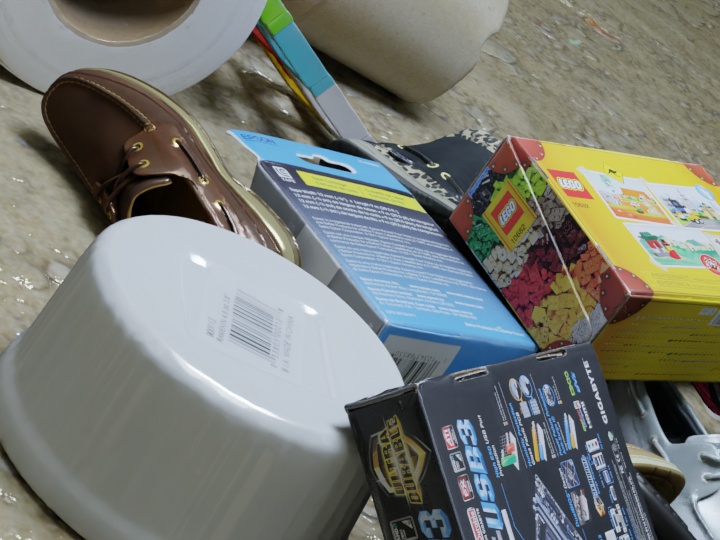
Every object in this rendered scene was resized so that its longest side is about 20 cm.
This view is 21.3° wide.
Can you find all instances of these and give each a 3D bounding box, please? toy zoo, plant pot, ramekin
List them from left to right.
[{"bbox_3d":[-0.072,0.061,0.946,0.200,0.098,0.201,29,23,-13],"label":"ramekin"},{"bbox_3d":[-0.053,-0.162,1.418,0.200,0.020,0.131,55,-3,-35],"label":"toy zoo"},{"bbox_3d":[0.016,-0.242,1.597,0.183,0.200,0.201,36,20,-24],"label":"plant pot"}]

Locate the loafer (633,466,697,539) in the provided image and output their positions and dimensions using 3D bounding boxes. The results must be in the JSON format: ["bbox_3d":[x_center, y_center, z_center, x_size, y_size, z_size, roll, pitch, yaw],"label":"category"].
[{"bbox_3d":[0.180,0.193,1.074,0.200,0.071,0.073,49,3,-1],"label":"loafer"}]

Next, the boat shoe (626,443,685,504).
[{"bbox_3d":[0.112,0.114,1.122,0.200,0.074,0.066,11,37,-43],"label":"boat shoe"}]

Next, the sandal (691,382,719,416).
[{"bbox_3d":[0.260,0.071,1.352,0.200,0.045,0.075,39,37,13],"label":"sandal"}]

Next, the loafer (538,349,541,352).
[{"bbox_3d":[0.196,0.034,1.404,0.200,0.070,0.070,11,40,-42],"label":"loafer"}]

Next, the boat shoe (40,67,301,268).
[{"bbox_3d":[-0.122,-0.052,1.142,0.200,0.072,0.068,44,22,17],"label":"boat shoe"}]

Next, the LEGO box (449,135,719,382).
[{"bbox_3d":[0.182,-0.005,1.262,0.200,0.077,0.149,5,41,-41],"label":"LEGO box"}]

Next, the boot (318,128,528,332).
[{"bbox_3d":[0.085,-0.034,1.359,0.204,0.074,0.154,42,34,28],"label":"boot"}]

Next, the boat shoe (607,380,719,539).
[{"bbox_3d":[0.209,0.131,1.221,0.070,0.072,0.201,17,28,-36],"label":"boat shoe"}]

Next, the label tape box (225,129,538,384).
[{"bbox_3d":[0.000,0.000,1.215,0.143,0.066,0.200,11,30,-45],"label":"label tape box"}]

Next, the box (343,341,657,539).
[{"bbox_3d":[0.086,0.143,0.939,0.198,0.050,0.200,-9,79,-58],"label":"box"}]

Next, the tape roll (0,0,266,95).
[{"bbox_3d":[-0.169,-0.228,1.267,0.202,0.203,0.139,18,26,-33],"label":"tape roll"}]
